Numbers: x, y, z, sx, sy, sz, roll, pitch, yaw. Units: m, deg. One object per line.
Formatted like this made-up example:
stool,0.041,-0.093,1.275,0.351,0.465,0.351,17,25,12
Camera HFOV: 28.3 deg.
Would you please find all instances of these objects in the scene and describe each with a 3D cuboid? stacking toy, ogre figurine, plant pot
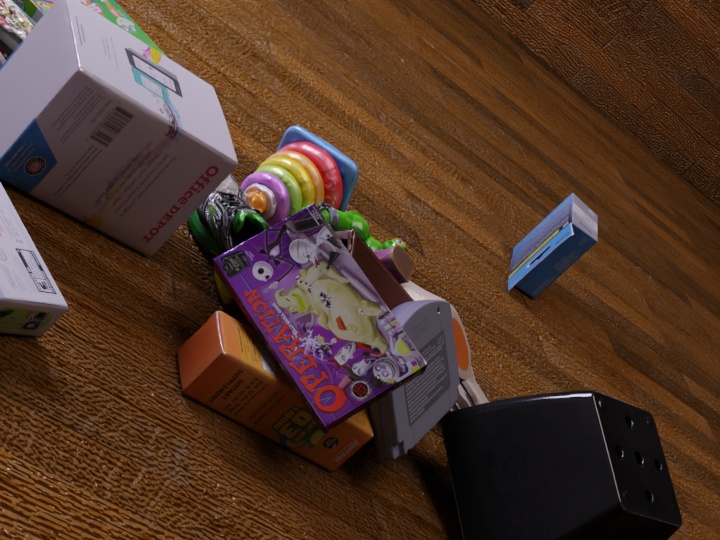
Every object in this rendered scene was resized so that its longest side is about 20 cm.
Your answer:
stacking toy,-0.102,-0.089,1.708,0.116,0.110,0.200,34,29,16
ogre figurine,0.000,0.000,1.724,0.200,0.098,0.120,42,27,2
plant pot,0.230,0.235,1.551,0.200,0.177,0.200,24,48,-47

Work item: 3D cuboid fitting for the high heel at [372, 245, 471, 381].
high heel,0.049,0.057,1.646,0.200,0.096,0.067,52,43,-29

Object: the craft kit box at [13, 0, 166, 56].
craft kit box,-0.307,-0.259,1.690,0.198,0.049,0.200,49,21,0

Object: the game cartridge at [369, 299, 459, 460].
game cartridge,0.055,0.104,1.504,0.200,0.040,0.134,-31,120,-64

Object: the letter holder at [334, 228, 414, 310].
letter holder,-0.021,0.067,1.499,0.200,0.100,0.142,48,42,-56

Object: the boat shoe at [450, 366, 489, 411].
boat shoe,0.124,0.169,1.699,0.200,0.059,0.072,62,13,16

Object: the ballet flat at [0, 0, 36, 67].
ballet flat,-0.349,-0.220,1.525,0.200,0.076,0.064,40,52,-6

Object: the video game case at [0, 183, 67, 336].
video game case,-0.358,-0.039,1.184,0.181,0.045,0.200,13,38,-57

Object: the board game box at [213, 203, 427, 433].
board game box,-0.040,0.043,1.372,0.200,0.120,0.032,54,-14,16

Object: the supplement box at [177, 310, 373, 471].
supplement box,-0.081,0.120,1.394,0.200,0.067,0.069,31,26,-33

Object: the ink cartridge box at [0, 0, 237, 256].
ink cartridge box,-0.252,-0.143,1.432,0.200,0.147,0.146,30,25,-37

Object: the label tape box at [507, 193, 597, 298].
label tape box,0.312,-0.030,2.302,0.066,0.143,0.200,42,21,-9

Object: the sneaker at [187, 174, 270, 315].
sneaker,-0.130,-0.048,1.550,0.078,0.085,0.200,-3,46,-29
